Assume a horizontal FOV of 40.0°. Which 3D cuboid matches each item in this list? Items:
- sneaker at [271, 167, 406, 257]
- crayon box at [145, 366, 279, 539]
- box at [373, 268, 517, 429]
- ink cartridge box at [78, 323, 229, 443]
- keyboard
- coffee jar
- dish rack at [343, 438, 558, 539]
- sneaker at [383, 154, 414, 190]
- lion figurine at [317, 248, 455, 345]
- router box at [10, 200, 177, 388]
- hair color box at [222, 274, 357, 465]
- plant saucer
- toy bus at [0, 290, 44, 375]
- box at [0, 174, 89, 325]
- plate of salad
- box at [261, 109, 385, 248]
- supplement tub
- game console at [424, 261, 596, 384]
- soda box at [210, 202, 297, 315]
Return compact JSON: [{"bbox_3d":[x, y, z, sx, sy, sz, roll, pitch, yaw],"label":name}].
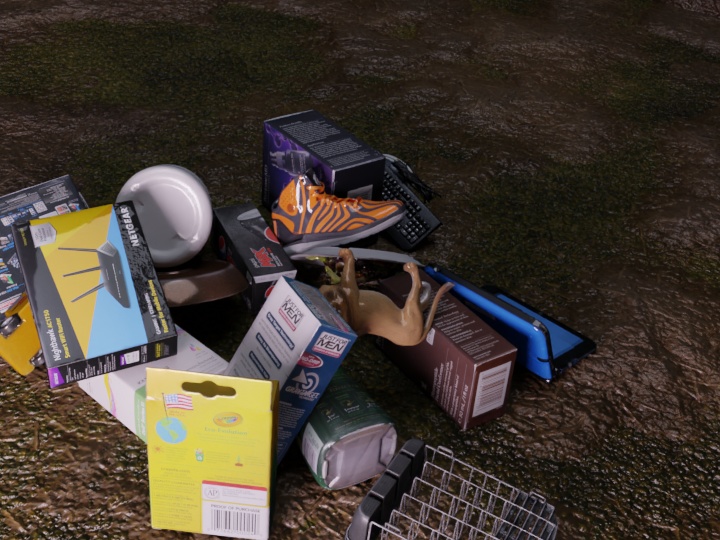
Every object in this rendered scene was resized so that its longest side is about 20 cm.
[{"bbox_3d":[-0.038,-0.094,1.394,0.196,0.114,0.078,-15,6,12],"label":"sneaker"},{"bbox_3d":[-0.144,0.171,0.980,0.124,0.203,0.051,7,31,1],"label":"crayon box"},{"bbox_3d":[0.101,0.093,1.239,0.074,0.102,0.200,-15,37,-29],"label":"box"},{"bbox_3d":[-0.259,0.115,1.178,0.198,0.068,0.116,29,39,33],"label":"ink cartridge box"},{"bbox_3d":[0.048,-0.132,1.559,0.104,0.040,0.200,-38,67,-10],"label":"keyboard"},{"bbox_3d":[-0.047,0.152,1.135,0.103,0.087,0.200,-12,37,-27],"label":"coffee jar"},{"bbox_3d":[0.099,0.260,1.022,0.197,0.055,0.153,22,37,21],"label":"dish rack"},{"bbox_3d":[-0.006,-0.157,1.645,0.198,0.080,0.079,20,30,35],"label":"sneaker"},{"bbox_3d":[0.018,0.051,1.157,0.196,0.073,0.125,8,64,-11],"label":"lion figurine"},{"bbox_3d":[-0.308,0.023,1.145,0.147,0.051,0.202,-14,59,-21],"label":"router box"},{"bbox_3d":[-0.094,0.120,1.071,0.060,0.202,0.100,20,18,-42],"label":"hair color box"},{"bbox_3d":[-0.246,0.014,1.299,0.196,0.035,0.200,-6,9,1],"label":"plant saucer"},{"bbox_3d":[-0.373,0.033,1.229,0.201,0.065,0.078,-50,27,-20],"label":"toy bus"},{"bbox_3d":[-0.436,-0.025,1.315,0.199,0.046,0.160,-28,81,-41],"label":"box"},{"bbox_3d":[0.000,0.000,1.352,0.196,0.049,0.200,6,-4,0],"label":"plate of salad"},{"bbox_3d":[-0.062,-0.140,1.540,0.103,0.151,0.199,-18,37,-33],"label":"box"},{"bbox_3d":[-0.267,-0.079,1.362,0.129,0.135,0.200,0,6,-10],"label":"supplement tub"},{"bbox_3d":[0.202,0.049,1.319,0.198,0.172,0.118,30,65,34],"label":"game console"},{"bbox_3d":[-0.154,-0.021,1.415,0.069,0.064,0.201,-9,35,-22],"label":"soda box"}]
